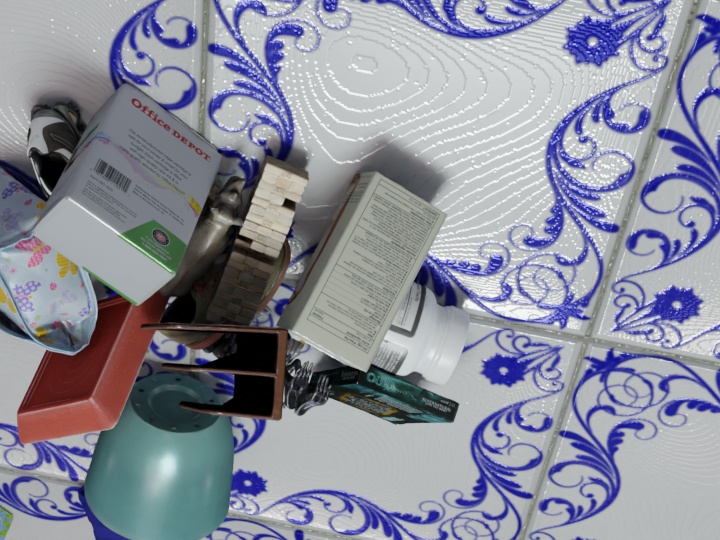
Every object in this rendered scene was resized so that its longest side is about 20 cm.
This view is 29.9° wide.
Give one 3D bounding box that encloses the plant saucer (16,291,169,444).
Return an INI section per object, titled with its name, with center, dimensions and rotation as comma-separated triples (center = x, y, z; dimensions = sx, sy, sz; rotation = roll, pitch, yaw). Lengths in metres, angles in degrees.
[plant saucer]
center = -0.337, 0.110, 1.658
dimensions = 0.199, 0.201, 0.037
rotation = -14, 137, 42

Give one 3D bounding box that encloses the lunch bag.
[lunch bag]
center = -0.410, 0.001, 1.614
dimensions = 0.169, 0.127, 0.201
rotation = 33, 149, 39

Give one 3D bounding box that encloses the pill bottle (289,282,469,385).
[pill bottle]
center = 0.023, 0.060, 1.622
dimensions = 0.199, 0.117, 0.117
rotation = 21, 133, -7

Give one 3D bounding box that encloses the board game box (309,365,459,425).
[board game box]
center = 0.025, 0.158, 1.694
dimensions = 0.135, 0.028, 0.200
rotation = 23, 166, -16

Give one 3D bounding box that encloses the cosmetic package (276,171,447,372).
[cosmetic package]
center = 0.000, 0.000, 1.514
dimensions = 0.103, 0.201, 0.087
rotation = 31, 172, -16

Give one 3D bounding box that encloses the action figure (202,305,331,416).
[action figure]
center = -0.120, 0.102, 1.702
dimensions = 0.199, 0.102, 0.119
rotation = 31, 178, 38

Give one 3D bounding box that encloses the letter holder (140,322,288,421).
[letter holder]
center = -0.177, 0.111, 1.530
dimensions = 0.141, 0.101, 0.200
rotation = 6, 176, -18

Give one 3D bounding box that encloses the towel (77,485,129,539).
[towel]
center = -0.339, 0.396, 2.055
dimensions = 0.147, 0.050, 0.201
rotation = 7, 134, 15

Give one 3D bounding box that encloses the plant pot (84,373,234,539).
[plant pot]
center = -0.257, 0.237, 1.798
dimensions = 0.199, 0.201, 0.162
rotation = 15, 121, -2

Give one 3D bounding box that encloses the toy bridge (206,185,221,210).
[toy bridge]
center = -0.236, -0.049, 1.640
dimensions = 0.067, 0.027, 0.200
rotation = 38, 127, -21

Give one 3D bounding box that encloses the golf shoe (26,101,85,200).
[golf shoe]
center = -0.336, -0.096, 1.574
dimensions = 0.077, 0.095, 0.201
rotation = -12, 129, 21

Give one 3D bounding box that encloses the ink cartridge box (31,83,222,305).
[ink cartridge box]
center = -0.254, -0.087, 1.493
dimensions = 0.145, 0.201, 0.084
rotation = 37, 132, -21

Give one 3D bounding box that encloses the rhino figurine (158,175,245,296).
[rhino figurine]
center = -0.181, -0.041, 1.558
dimensions = 0.060, 0.088, 0.200
rotation = 31, 129, -17

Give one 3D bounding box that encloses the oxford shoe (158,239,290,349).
[oxford shoe]
center = -0.166, 0.025, 1.632
dimensions = 0.200, 0.071, 0.075
rotation = -44, 147, 20

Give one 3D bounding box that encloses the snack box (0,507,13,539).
[snack box]
center = -0.671, 0.378, 2.091
dimensions = 0.168, 0.068, 0.200
rotation = -28, 120, 31

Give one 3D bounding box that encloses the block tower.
[block tower]
center = -0.120, -0.032, 1.563
dimensions = 0.057, 0.054, 0.201
rotation = 21, 107, -10
